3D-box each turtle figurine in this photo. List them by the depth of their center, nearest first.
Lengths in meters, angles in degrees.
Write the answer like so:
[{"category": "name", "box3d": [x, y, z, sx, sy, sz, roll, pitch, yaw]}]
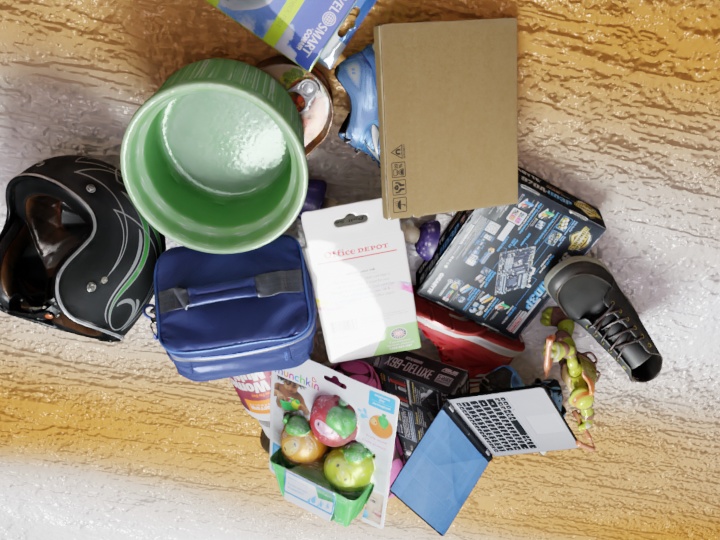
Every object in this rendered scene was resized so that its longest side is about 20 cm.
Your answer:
[{"category": "turtle figurine", "box3d": [0.270, 0.118, 1.085, 0.064, 0.162, 0.201, -23, 122, 14]}]

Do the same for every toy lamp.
[{"category": "toy lamp", "box3d": [-0.001, -0.066, 1.030, 0.196, 0.059, 0.059, 15, 124, -12]}]

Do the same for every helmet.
[{"category": "helmet", "box3d": [-0.321, -0.030, 0.981, 0.196, 0.194, 0.200, 12, 166, 3]}]

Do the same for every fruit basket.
[{"category": "fruit basket", "box3d": [-0.043, 0.211, 1.050, 0.183, 0.094, 0.203, 20, 126, 24]}]

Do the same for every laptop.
[{"category": "laptop", "box3d": [0.164, 0.247, 1.078, 0.197, 0.118, 0.188, -11, 143, 24]}]

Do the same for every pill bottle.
[{"category": "pill bottle", "box3d": [-0.123, 0.128, 1.133, 0.108, 0.110, 0.202, -14, 123, 11]}]

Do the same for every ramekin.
[{"category": "ramekin", "box3d": [-0.151, -0.128, 0.921, 0.196, 0.098, 0.203, 1, 125, 1]}]

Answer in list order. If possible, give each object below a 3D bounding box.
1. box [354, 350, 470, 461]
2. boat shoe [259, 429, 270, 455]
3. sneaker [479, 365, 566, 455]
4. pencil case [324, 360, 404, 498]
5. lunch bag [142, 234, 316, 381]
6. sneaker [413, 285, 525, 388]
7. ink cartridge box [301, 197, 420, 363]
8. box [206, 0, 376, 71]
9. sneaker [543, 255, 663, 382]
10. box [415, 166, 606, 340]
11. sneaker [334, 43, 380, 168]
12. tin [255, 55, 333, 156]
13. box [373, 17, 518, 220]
[{"category": "box", "box3d": [0.079, 0.206, 1.173, 0.156, 0.050, 0.203, 16, 132, 34]}, {"category": "boat shoe", "box3d": [-0.064, 0.271, 1.197, 0.067, 0.199, 0.073, 31, 92, -45]}, {"category": "sneaker", "box3d": [0.231, 0.174, 1.171, 0.090, 0.078, 0.200, -48, 139, -5]}, {"category": "pencil case", "box3d": [0.000, 0.218, 1.150, 0.092, 0.091, 0.203, -10, 118, 14]}, {"category": "lunch bag", "box3d": [-0.151, 0.040, 0.979, 0.196, 0.138, 0.133, -9, 157, -6]}, {"category": "sneaker", "box3d": [0.111, 0.103, 1.132, 0.197, 0.079, 0.116, 24, 121, -13]}, {"category": "ink cartridge box", "box3d": [0.000, 0.000, 0.996, 0.115, 0.068, 0.203, -9, 119, 1]}, {"category": "box", "box3d": [-0.083, -0.301, 0.875, 0.198, 0.048, 0.122, 31, 120, -18]}, {"category": "sneaker", "box3d": [0.309, 0.060, 1.049, 0.075, 0.107, 0.199, -43, 131, 19]}, {"category": "box", "box3d": [0.183, -0.022, 1.061, 0.157, 0.046, 0.201, 24, 122, -15]}, {"category": "sneaker", "box3d": [0.025, -0.156, 0.964, 0.088, 0.079, 0.203, -12, 116, 18]}, {"category": "tin", "box3d": [-0.116, -0.162, 0.978, 0.199, 0.042, 0.112, -38, 120, 25]}, {"category": "box", "box3d": [0.096, -0.164, 0.912, 0.160, 0.021, 0.204, -8, 104, -18]}]
